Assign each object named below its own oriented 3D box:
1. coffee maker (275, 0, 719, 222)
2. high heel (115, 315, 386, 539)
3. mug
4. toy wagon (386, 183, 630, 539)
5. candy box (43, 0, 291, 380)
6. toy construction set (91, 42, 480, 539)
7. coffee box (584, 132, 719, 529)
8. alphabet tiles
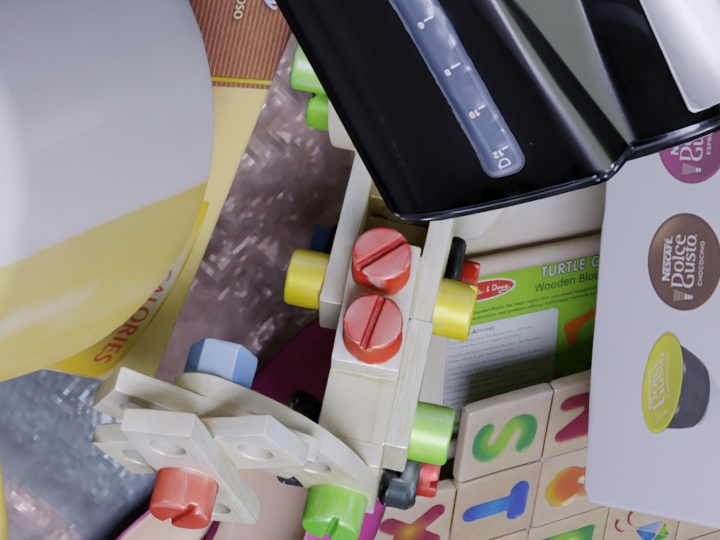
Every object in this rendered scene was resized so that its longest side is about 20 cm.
[{"bbox_3d":[0.008,-0.126,0.636,0.135,0.192,0.201,-44,120,-25],"label":"coffee maker"},{"bbox_3d":[-0.056,0.095,0.828,0.096,0.067,0.201,5,116,-55],"label":"high heel"},{"bbox_3d":[-0.112,-0.015,0.628,0.149,0.153,0.187,-35,94,13],"label":"mug"},{"bbox_3d":[0.071,0.002,0.884,0.154,0.040,0.201,-10,118,-26],"label":"toy wagon"},{"bbox_3d":[-0.083,-0.074,0.747,0.116,0.056,0.201,14,107,-34],"label":"candy box"},{"bbox_3d":[0.000,0.000,0.755,0.201,0.092,0.131,-61,170,-23],"label":"toy construction set"},{"bbox_3d":[0.210,-0.014,0.808,0.199,0.197,0.201,2,94,-44],"label":"coffee box"},{"bbox_3d":[0.087,0.095,0.923,0.199,0.006,0.167,-14,133,-23],"label":"alphabet tiles"}]
